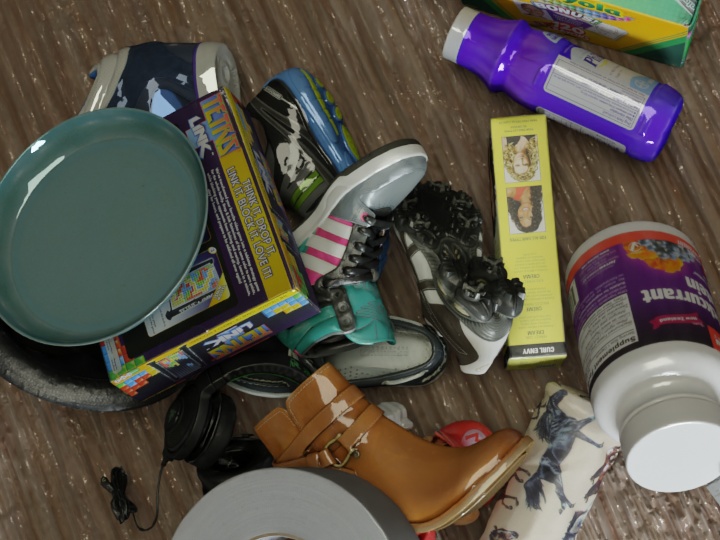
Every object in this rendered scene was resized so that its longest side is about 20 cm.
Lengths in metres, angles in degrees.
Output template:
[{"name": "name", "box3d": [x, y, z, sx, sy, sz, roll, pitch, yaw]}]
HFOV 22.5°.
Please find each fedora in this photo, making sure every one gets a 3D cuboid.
[{"name": "fedora", "box3d": [-0.223, 0.052, 1.496, 0.200, 0.092, 0.201, 5, 56, -8]}]

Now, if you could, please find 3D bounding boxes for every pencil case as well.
[{"name": "pencil case", "box3d": [0.150, 0.187, 1.448, 0.078, 0.089, 0.200, 20, 82, 29]}]

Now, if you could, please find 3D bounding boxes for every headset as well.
[{"name": "headset", "box3d": [-0.120, 0.140, 1.480, 0.200, 0.094, 0.124, -35, 119, 2]}]

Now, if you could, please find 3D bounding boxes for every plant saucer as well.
[{"name": "plant saucer", "box3d": [-0.204, -0.032, 1.409, 0.200, 0.027, 0.201, -8, 65, 18]}]

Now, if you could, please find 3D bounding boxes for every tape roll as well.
[{"name": "tape roll", "box3d": [-0.048, 0.245, 1.333, 0.200, 0.066, 0.201, -2, 85, 23]}]

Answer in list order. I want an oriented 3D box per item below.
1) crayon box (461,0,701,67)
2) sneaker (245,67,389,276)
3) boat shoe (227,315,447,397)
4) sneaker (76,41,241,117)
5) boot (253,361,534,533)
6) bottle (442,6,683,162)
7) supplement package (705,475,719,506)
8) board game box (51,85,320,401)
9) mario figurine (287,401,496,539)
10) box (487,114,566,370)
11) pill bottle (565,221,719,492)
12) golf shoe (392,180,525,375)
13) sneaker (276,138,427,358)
[{"name": "crayon box", "box3d": [0.182, -0.236, 1.497, 0.199, 0.119, 0.058, 18, 83, 9]}, {"name": "sneaker", "box3d": [-0.037, -0.071, 1.527, 0.083, 0.071, 0.200, -28, 80, 22]}, {"name": "boat shoe", "box3d": [-0.028, 0.065, 1.498, 0.199, 0.060, 0.076, -6, 80, 5]}, {"name": "sneaker", "box3d": [-0.175, -0.094, 1.541, 0.146, 0.081, 0.201, -5, 87, 18]}, {"name": "boot", "box3d": [0.022, 0.133, 1.386, 0.200, 0.077, 0.156, -38, 78, 29]}, {"name": "bottle", "box3d": [0.166, -0.158, 1.503, 0.200, 0.084, 0.065, 26, 105, 11]}, {"name": "supplement package", "box3d": [0.388, 0.203, 1.383, 0.152, 0.151, 0.200, -33, 79, 0]}, {"name": "board game box", "box3d": [-0.140, -0.022, 1.426, 0.165, 0.057, 0.200, -25, 61, 9]}, {"name": "mario figurine", "box3d": [0.024, 0.188, 1.446, 0.200, 0.106, 0.124, -37, 113, 7]}, {"name": "box", "box3d": [0.135, -0.022, 1.489, 0.050, 0.075, 0.201, -5, 79, 1]}, {"name": "pill bottle", "box3d": [0.227, 0.067, 1.400, 0.111, 0.112, 0.200, -11, 46, 4]}, {"name": "golf shoe", "box3d": [0.066, 0.003, 1.472, 0.078, 0.095, 0.200, -2, 36, -16]}, {"name": "sneaker", "box3d": [0.000, 0.000, 1.422, 0.200, 0.084, 0.121, -45, 66, 25]}]
